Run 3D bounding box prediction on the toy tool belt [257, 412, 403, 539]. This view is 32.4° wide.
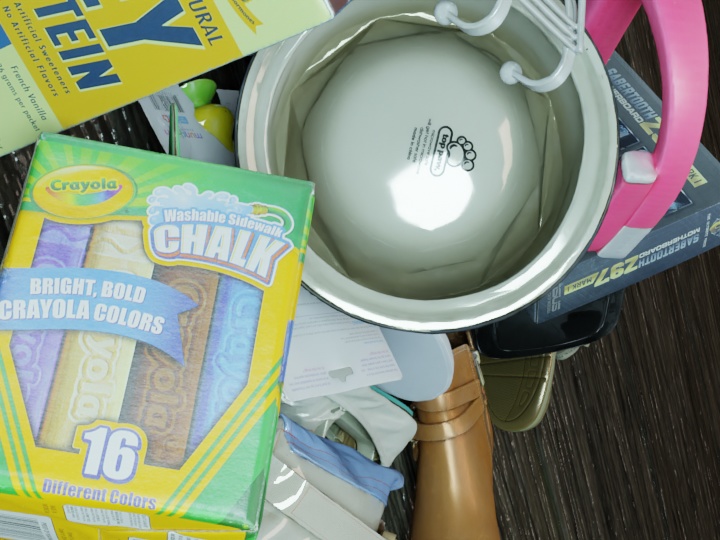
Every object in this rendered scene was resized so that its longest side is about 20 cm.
[{"bbox_3d":[-0.027,0.128,0.700,0.200,0.124,0.124,35,58,-50],"label":"toy tool belt"}]

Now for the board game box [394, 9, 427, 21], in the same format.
[{"bbox_3d":[0.027,-0.172,0.808,0.200,0.043,0.200,-63,-179,25],"label":"board game box"}]

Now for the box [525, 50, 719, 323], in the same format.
[{"bbox_3d":[0.139,-0.074,0.852,0.200,0.157,0.051,58,-14,36],"label":"box"}]

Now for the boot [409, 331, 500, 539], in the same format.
[{"bbox_3d":[0.061,0.134,0.885,0.200,0.073,0.156,-85,170,-70],"label":"boot"}]

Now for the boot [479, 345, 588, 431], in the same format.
[{"bbox_3d":[0.167,0.064,1.147,0.155,0.072,0.201,38,49,-56],"label":"boot"}]

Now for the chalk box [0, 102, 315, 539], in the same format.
[{"bbox_3d":[-0.091,0.025,0.554,0.125,0.123,0.201,107,-7,-64],"label":"chalk box"}]

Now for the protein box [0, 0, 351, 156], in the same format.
[{"bbox_3d":[-0.084,-0.178,0.584,0.135,0.198,0.200,63,32,-19],"label":"protein box"}]

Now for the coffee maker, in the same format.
[{"bbox_3d":[0.132,-0.035,0.981,0.192,0.134,0.201,50,22,-47],"label":"coffee maker"}]

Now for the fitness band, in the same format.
[{"bbox_3d":[0.143,-0.091,0.708,0.200,0.037,0.144,112,-23,-66],"label":"fitness band"}]

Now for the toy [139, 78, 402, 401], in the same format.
[{"bbox_3d":[-0.062,-0.014,0.703,0.115,0.047,0.201,-4,65,-57],"label":"toy"}]

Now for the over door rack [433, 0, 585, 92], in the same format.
[{"bbox_3d":[0.066,-0.202,0.568,0.148,0.066,0.201,26,77,-53],"label":"over door rack"}]

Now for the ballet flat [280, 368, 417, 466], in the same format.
[{"bbox_3d":[-0.024,0.086,0.791,0.200,0.069,0.070,45,44,-50],"label":"ballet flat"}]

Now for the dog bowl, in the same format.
[{"bbox_3d":[0.034,-0.066,0.669,0.074,0.199,0.201,113,-30,-87],"label":"dog bowl"}]

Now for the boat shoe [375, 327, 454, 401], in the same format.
[{"bbox_3d":[0.000,0.000,0.819,0.200,0.073,0.065,54,30,-24],"label":"boat shoe"}]
